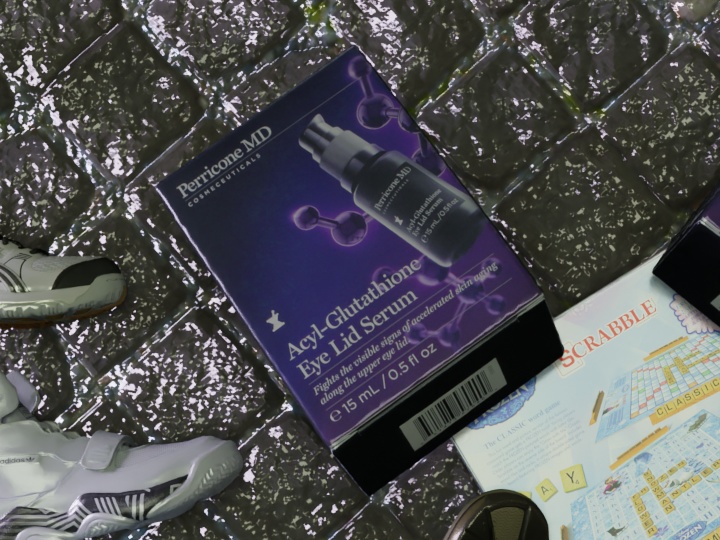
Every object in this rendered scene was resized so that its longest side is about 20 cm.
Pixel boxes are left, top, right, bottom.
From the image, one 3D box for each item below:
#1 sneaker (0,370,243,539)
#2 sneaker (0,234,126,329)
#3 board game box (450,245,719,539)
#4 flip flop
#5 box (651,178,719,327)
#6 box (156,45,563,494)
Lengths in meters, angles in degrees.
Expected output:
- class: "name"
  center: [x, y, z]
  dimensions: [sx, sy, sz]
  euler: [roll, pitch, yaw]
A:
- class: "sneaker"
  center: [-0.175, 0.105, 1.216]
  dimensions: [0.198, 0.075, 0.116]
  euler: [-18, 83, 4]
- class: "sneaker"
  center: [-0.241, -0.009, 1.239]
  dimensions: [0.198, 0.076, 0.089]
  euler: [-1, 81, 3]
- class: "board game box"
  center: [0.172, 0.109, 1.212]
  dimensions: [0.199, 0.041, 0.201]
  euler: [-30, 80, -1]
- class: "flip flop"
  center: [0.040, 0.210, 1.191]
  dimensions: [0.081, 0.058, 0.201]
  euler: [23, 101, -25]
- class: "box"
  center: [0.289, -0.040, 1.174]
  dimensions: [0.148, 0.104, 0.200]
  euler: [37, 72, 4]
- class: "box"
  center: [0.000, 0.000, 1.180]
  dimensions: [0.148, 0.104, 0.200]
  euler: [-36, 66, -2]
